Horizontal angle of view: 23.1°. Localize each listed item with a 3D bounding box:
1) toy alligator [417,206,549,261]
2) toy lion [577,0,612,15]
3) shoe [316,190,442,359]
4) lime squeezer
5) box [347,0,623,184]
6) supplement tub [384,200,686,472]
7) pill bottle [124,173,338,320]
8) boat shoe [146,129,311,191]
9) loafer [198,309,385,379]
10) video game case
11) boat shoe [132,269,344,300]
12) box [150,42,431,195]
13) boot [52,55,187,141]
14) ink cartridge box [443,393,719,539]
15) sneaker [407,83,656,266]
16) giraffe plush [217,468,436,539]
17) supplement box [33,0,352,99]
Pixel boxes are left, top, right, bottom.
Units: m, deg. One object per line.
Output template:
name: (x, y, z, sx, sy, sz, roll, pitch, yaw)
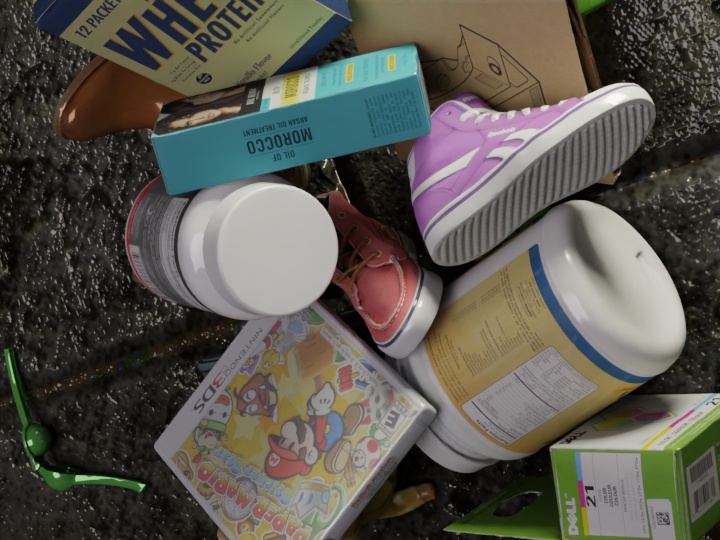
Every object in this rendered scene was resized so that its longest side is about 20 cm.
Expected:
toy alligator: (0.105, -0.040, 1.350, 0.059, 0.054, 0.200, 45, 143, -20)
toy lion: (0.155, -0.291, 1.284, 0.192, 0.069, 0.200, -19, 92, 26)
shoe: (0.000, 0.000, 1.359, 0.091, 0.200, 0.072, 30, 103, -16)
lime squeezer: (-0.293, 0.165, 1.683, 0.200, 0.038, 0.071, 42, 120, 17)
box: (0.090, -0.143, 1.323, 0.200, 0.021, 0.164, 9, 136, 36)
supplement tub: (0.128, 0.054, 1.330, 0.200, 0.145, 0.145, -37, 82, 33)
pill bottle: (-0.099, -0.022, 1.352, 0.200, 0.114, 0.114, 9, 110, 64)
boat shoe: (-0.136, -0.112, 1.493, 0.200, 0.076, 0.072, 31, 116, 22)
loafer: (-0.050, 0.081, 1.495, 0.200, 0.072, 0.063, -16, 99, 32)
video game case: (-0.056, 0.124, 1.358, 0.182, 0.023, 0.200, -53, 48, 5)
boat shoe: (-0.104, -0.016, 1.508, 0.200, 0.072, 0.068, 2, 99, 22)
box: (-0.050, -0.113, 1.301, 0.200, 0.082, 0.049, -13, 113, 6)
boot: (-0.131, -0.125, 1.418, 0.155, 0.200, 0.074, 45, 150, 23)
ink cartridge box: (0.176, 0.146, 1.320, 0.200, 0.148, 0.076, -2, 101, 32)
sneaker: (0.112, -0.101, 1.268, 0.200, 0.073, 0.114, -32, 55, 25)
giraffe plush: (-0.035, 0.178, 1.419, 0.172, 0.162, 0.200, 1, 124, 20)
supplement box: (-0.134, -0.257, 1.339, 0.134, 0.200, 0.200, -40, 44, 33)
